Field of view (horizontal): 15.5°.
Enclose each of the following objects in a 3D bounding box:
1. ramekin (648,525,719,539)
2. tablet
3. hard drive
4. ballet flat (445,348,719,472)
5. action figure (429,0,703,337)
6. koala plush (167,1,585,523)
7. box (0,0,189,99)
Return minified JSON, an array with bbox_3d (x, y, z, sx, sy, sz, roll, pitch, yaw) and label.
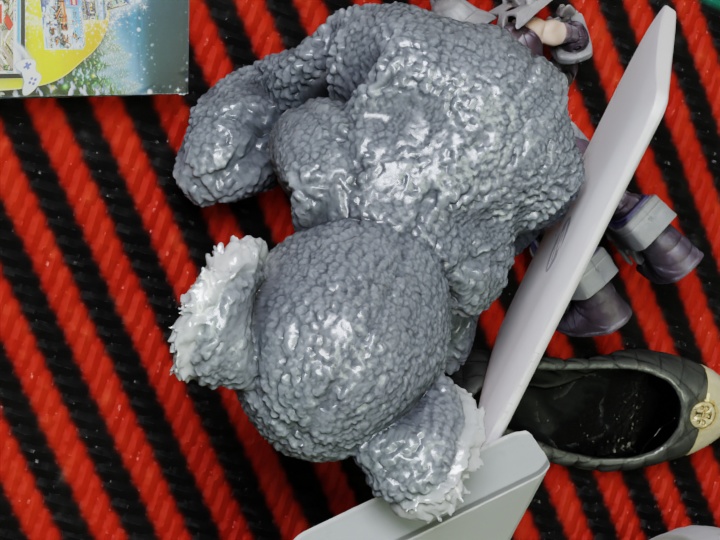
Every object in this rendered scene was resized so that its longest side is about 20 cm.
[{"bbox_3d":[0.175,0.223,1.348,0.094,0.202,0.203,24,85,-19],"label":"ramekin"},{"bbox_3d":[0.099,-0.018,1.230,0.014,0.130,0.201,23,116,-2],"label":"tablet"},{"bbox_3d":[0.008,0.157,1.251,0.131,0.200,0.026,-23,66,-26],"label":"hard drive"},{"bbox_3d":[0.116,0.075,1.364,0.199,0.057,0.067,2,98,-30],"label":"ballet flat"},{"bbox_3d":[0.085,-0.061,1.324,0.130,0.069,0.200,-39,111,-12],"label":"action figure"},{"bbox_3d":[0.000,0.000,1.166,0.177,0.184,0.201,38,50,-15],"label":"koala plush"},{"bbox_3d":[-0.145,-0.178,1.187,0.136,0.038,0.201,-3,99,-30],"label":"box"}]
